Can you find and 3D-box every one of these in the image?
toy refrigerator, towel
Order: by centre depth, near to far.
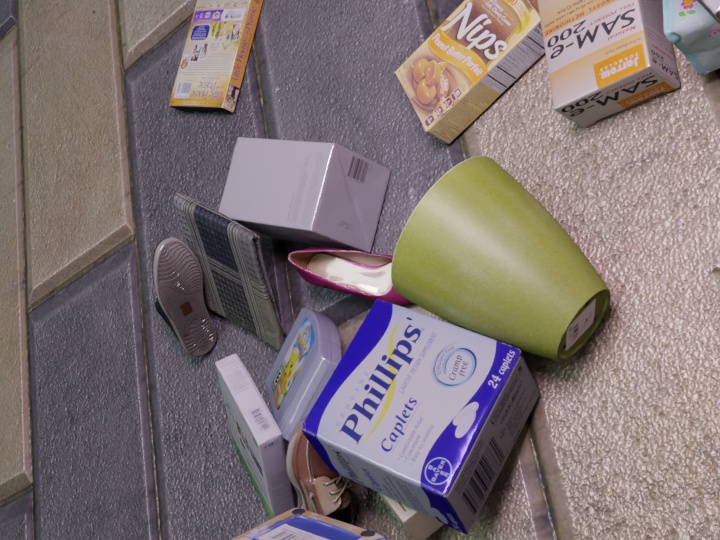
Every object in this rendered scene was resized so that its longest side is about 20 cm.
[{"bbox_3d":[0.034,0.218,1.284,0.076,0.070,0.200,-35,49,-7],"label":"toy refrigerator"},{"bbox_3d":[-0.179,0.000,1.518,0.192,0.034,0.202,26,139,42],"label":"towel"}]

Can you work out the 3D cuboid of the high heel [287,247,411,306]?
[{"bbox_3d":[0.000,0.000,1.382,0.199,0.095,0.068,13,86,44],"label":"high heel"}]

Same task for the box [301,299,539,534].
[{"bbox_3d":[0.067,0.158,1.201,0.199,0.105,0.185,18,65,33],"label":"box"}]

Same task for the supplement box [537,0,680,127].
[{"bbox_3d":[0.276,-0.283,1.226,0.125,0.073,0.202,-22,64,37],"label":"supplement box"}]

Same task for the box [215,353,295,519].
[{"bbox_3d":[-0.134,0.223,1.394,0.145,0.036,0.201,55,158,38],"label":"box"}]

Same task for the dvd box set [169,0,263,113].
[{"bbox_3d":[-0.235,-0.357,1.754,0.145,0.029,0.202,8,83,44],"label":"dvd box set"}]

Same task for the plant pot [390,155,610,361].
[{"bbox_3d":[0.167,0.006,1.187,0.200,0.187,0.188,38,104,28],"label":"plant pot"}]

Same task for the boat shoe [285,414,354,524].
[{"bbox_3d":[-0.039,0.262,1.317,0.071,0.076,0.202,19,130,36],"label":"boat shoe"}]

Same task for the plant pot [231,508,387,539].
[{"bbox_3d":[-0.065,0.386,1.208,0.199,0.199,0.182,7,106,42],"label":"plant pot"}]

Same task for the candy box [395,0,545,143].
[{"bbox_3d":[0.145,-0.272,1.358,0.200,0.055,0.116,-43,52,25],"label":"candy box"}]

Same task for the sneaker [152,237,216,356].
[{"bbox_3d":[-0.280,0.027,1.590,0.106,0.074,0.202,36,144,46],"label":"sneaker"}]

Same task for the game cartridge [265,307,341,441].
[{"bbox_3d":[-0.074,0.124,1.392,0.134,0.040,0.200,-59,17,8],"label":"game cartridge"}]

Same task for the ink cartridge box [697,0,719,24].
[{"bbox_3d":[0.345,-0.335,1.008,0.144,0.083,0.201,-44,56,22],"label":"ink cartridge box"}]

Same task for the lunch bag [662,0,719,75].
[{"bbox_3d":[0.394,-0.330,1.099,0.169,0.121,0.202,-15,63,37],"label":"lunch bag"}]

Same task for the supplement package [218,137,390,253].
[{"bbox_3d":[-0.080,-0.105,1.471,0.199,0.121,0.121,10,83,43],"label":"supplement package"}]
